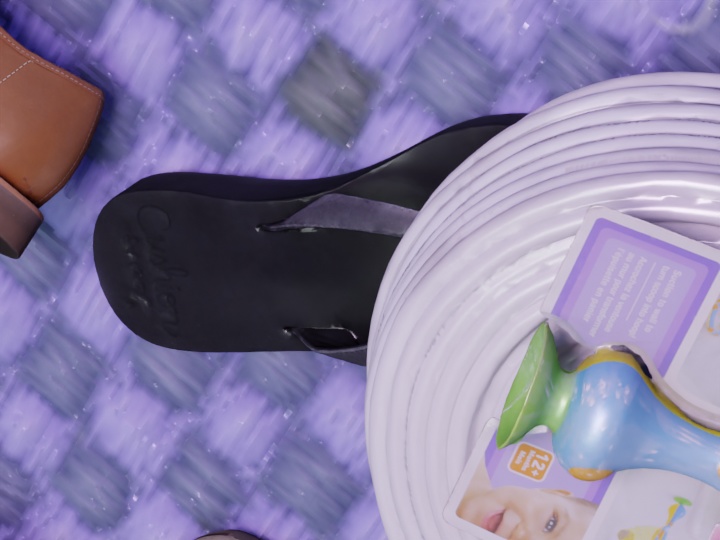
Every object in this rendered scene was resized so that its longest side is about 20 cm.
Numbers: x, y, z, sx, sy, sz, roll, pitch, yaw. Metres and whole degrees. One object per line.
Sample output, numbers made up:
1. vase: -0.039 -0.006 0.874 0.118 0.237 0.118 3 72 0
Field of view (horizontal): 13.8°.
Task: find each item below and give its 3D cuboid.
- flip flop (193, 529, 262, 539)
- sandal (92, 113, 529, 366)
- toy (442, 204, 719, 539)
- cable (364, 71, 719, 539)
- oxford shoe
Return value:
1. flip flop: -0.078 0.172 1.031 0.081 0.058 0.200 39 125 9
2. sandal: 0.000 0.001 0.916 0.200 0.043 0.076 -8 108 32
3. toy: 0.129 0.071 0.780 0.200 0.047 0.115 23 124 0
4. cable: 0.095 0.045 0.842 0.200 0.069 0.200 -34 106 30
5. oxford shoe: -0.171 -0.089 0.948 0.200 0.071 0.071 36 170 -4
